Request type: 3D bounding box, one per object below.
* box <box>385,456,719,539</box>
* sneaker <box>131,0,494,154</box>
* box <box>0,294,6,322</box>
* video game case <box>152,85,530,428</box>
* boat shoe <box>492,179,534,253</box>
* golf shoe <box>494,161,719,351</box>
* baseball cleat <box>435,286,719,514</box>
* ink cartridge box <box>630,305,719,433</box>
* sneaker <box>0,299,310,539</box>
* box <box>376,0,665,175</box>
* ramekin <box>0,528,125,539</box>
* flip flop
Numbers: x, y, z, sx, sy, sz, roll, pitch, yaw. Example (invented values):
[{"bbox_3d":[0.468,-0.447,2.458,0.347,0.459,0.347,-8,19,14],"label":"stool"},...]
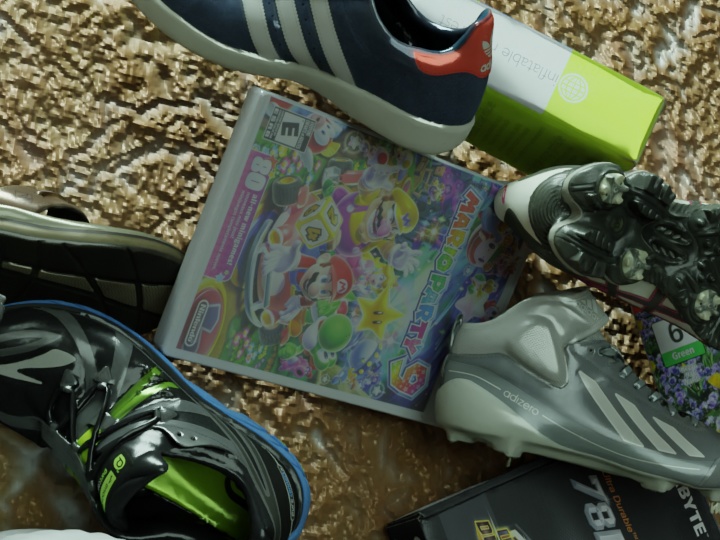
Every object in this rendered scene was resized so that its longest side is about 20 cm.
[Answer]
[{"bbox_3d":[0.135,0.203,0.832,0.197,0.050,0.202,-17,81,-30],"label":"box"},{"bbox_3d":[-0.023,-0.139,0.739,0.198,0.085,0.075,23,29,-1],"label":"sneaker"},{"bbox_3d":[-0.216,0.118,0.596,0.047,0.193,0.202,23,63,-16],"label":"box"},{"bbox_3d":[0.000,0.000,0.785,0.198,0.018,0.145,18,98,-34],"label":"video game case"},{"bbox_3d":[0.054,-0.020,0.856,0.198,0.072,0.067,7,79,-28],"label":"boat shoe"},{"bbox_3d":[0.166,-0.012,0.810,0.199,0.088,0.078,26,85,-32],"label":"golf shoe"},{"bbox_3d":[0.143,0.068,0.803,0.197,0.070,0.108,12,88,-9],"label":"baseball cleat"},{"bbox_3d":[0.214,0.026,0.907,0.108,0.050,0.203,2,68,-56],"label":"ink cartridge box"},{"bbox_3d":[-0.115,0.079,0.704,0.198,0.071,0.083,31,17,2],"label":"sneaker"},{"bbox_3d":[0.065,-0.111,0.834,0.198,0.122,0.048,28,81,0],"label":"box"},{"bbox_3d":[-0.141,0.213,0.652,0.198,0.105,0.203,9,69,-24],"label":"ramekin"},{"bbox_3d":[-0.177,-0.014,0.737,0.198,0.081,0.058,11,46,-22],"label":"flip flop"}]
